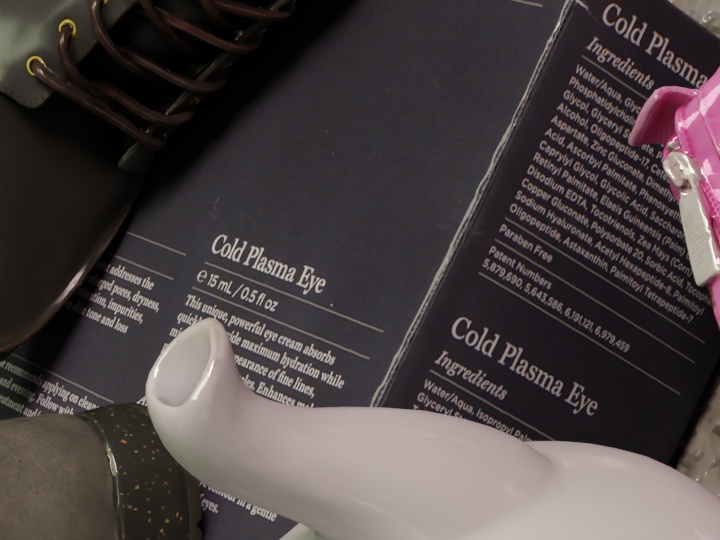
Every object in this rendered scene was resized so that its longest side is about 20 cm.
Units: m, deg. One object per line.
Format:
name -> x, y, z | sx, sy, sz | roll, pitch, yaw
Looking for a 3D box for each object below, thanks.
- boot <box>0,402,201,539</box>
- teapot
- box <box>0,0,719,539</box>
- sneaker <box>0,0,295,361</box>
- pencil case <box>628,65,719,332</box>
boot -> -0.105, 0.131, 0.727 | 0.068, 0.130, 0.201 | -2, 93, 56
teapot -> 0.012, 0.138, 0.638 | 0.200, 0.146, 0.198 | 65, 147, 27
box -> 0.000, 0.000, 0.826 | 0.200, 0.104, 0.183 | 21, 83, 53
sneaker -> -0.067, -0.061, 0.793 | 0.106, 0.075, 0.201 | 7, 71, 54
pencil case -> 0.129, 0.028, 0.667 | 0.200, 0.093, 0.091 | -107, 33, -46
